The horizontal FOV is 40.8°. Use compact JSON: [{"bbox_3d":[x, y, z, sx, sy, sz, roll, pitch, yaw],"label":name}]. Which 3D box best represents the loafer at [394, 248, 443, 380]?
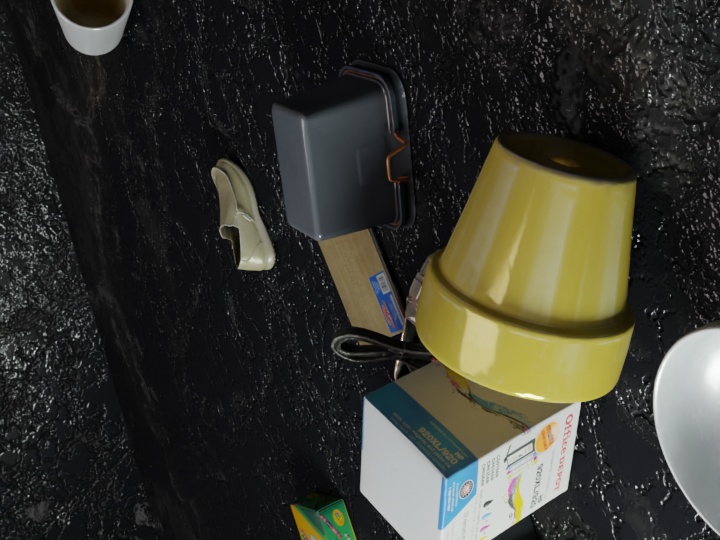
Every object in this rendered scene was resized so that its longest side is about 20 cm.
[{"bbox_3d":[0.081,0.067,1.193,0.072,0.062,0.203,46,144,38],"label":"loafer"}]

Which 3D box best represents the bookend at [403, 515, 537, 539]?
[{"bbox_3d":[0.119,0.273,1.230,0.199,0.091,0.202,-11,98,61],"label":"bookend"}]

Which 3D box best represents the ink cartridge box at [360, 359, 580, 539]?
[{"bbox_3d":[0.119,0.192,1.061,0.144,0.198,0.150,38,139,41],"label":"ink cartridge box"}]

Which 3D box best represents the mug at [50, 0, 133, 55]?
[{"bbox_3d":[-0.493,-0.497,1.822,0.148,0.188,0.153,34,159,-3],"label":"mug"}]

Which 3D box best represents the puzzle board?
[{"bbox_3d":[0.000,0.000,1.347,0.150,0.017,0.203,-29,83,61],"label":"puzzle board"}]

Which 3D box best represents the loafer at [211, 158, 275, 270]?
[{"bbox_3d":[-0.205,-0.090,1.601,0.203,0.067,0.076,65,152,9],"label":"loafer"}]

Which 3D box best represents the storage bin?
[{"bbox_3d":[-0.021,-0.132,1.171,0.145,0.133,0.204,29,133,51],"label":"storage bin"}]

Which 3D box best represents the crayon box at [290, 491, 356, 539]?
[{"bbox_3d":[-0.049,0.503,1.723,0.118,0.057,0.204,-10,99,62],"label":"crayon box"}]

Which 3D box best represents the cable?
[{"bbox_3d":[0.064,0.110,1.160,0.097,0.197,0.051,-52,26,46],"label":"cable"}]

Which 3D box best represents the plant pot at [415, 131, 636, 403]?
[{"bbox_3d":[0.163,-0.014,0.876,0.200,0.198,0.192,36,122,46],"label":"plant pot"}]

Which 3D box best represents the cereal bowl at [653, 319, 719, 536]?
[{"bbox_3d":[0.330,0.126,0.758,0.200,0.082,0.203,39,139,44],"label":"cereal bowl"}]
